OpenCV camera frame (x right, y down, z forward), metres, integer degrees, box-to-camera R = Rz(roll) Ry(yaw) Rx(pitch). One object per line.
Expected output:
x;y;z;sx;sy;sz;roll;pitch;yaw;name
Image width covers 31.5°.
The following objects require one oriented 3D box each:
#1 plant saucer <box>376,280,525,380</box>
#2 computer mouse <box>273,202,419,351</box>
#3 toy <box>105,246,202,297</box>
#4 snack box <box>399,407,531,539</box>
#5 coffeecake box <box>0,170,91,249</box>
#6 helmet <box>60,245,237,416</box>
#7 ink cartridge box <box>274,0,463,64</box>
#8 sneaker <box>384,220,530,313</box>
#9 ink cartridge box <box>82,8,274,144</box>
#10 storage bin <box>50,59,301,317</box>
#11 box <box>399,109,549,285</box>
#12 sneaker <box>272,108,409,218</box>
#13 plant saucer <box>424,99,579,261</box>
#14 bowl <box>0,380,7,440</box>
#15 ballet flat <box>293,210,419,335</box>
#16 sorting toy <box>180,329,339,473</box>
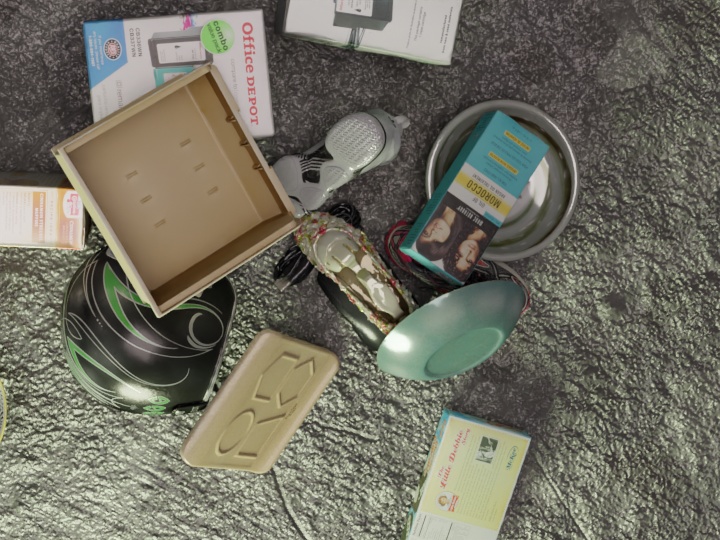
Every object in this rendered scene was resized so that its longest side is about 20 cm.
0.118;0.086;1.552;0.201;0.201;0.039;-25;62;-4;plant saucer
0.000;0.028;1.589;0.138;0.053;0.200;-44;102;-1;computer mouse
-0.205;-0.070;1.475;0.115;0.200;0.047;25;129;-8;toy
0.134;0.290;1.657;0.116;0.037;0.200;17;96;-11;snack box
-0.411;-0.073;1.459;0.200;0.154;0.073;2;99;-9;coffeecake box
-0.254;0.066;1.485;0.190;0.200;0.200;17;96;-11;helmet
0.004;-0.299;1.492;0.200;0.147;0.083;10;98;-9;ink cartridge box
0.122;0.008;1.594;0.200;0.075;0.081;25;94;-12;sneaker
-0.209;-0.221;1.470;0.200;0.146;0.147;-7;100;-9;ink cartridge box
-0.191;-0.091;1.359;0.198;0.094;0.200;-33;105;-16;storage bin
0.136;-0.087;1.529;0.082;0.049;0.200;33;83;-12;box
-0.027;-0.130;1.547;0.200;0.115;0.075;-33;86;34;sneaker
0.172;-0.111;1.589;0.200;0.050;0.200;-1;93;-12;plant saucer
-0.516;0.155;1.509;0.200;0.094;0.201;-1;98;-9;bowl
0.000;0.000;1.537;0.200;0.064;0.076;43;88;0;ballet flat
-0.122;0.159;1.543;0.036;0.200;0.185;35;93;26;sorting toy
